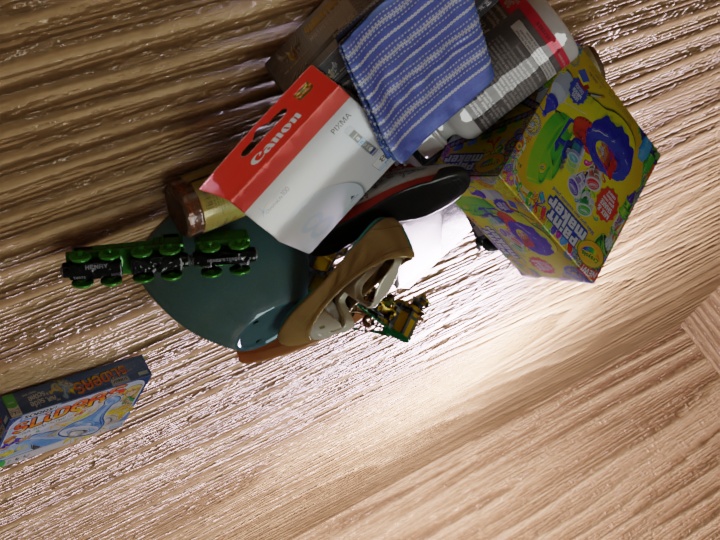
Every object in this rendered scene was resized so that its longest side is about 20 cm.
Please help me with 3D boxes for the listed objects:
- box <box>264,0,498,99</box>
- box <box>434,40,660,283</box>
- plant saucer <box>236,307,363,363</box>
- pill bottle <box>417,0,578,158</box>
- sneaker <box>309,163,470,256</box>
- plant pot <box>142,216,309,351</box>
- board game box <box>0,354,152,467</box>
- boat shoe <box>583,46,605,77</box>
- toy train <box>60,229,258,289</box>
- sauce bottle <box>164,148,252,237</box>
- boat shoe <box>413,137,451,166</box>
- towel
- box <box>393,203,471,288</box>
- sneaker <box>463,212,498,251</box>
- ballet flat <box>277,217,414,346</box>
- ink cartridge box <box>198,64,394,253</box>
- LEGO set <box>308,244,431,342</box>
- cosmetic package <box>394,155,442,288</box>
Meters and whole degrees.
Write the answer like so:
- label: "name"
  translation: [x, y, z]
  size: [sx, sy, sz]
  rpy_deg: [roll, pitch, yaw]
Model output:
- label: "box"
  translation: [0.025, -0.235, 1.038]
  size: [0.200, 0.049, 0.158]
  rpy_deg: [-43, 157, 22]
- label: "box"
  translation: [0.218, -0.123, 1.247]
  size: [0.200, 0.122, 0.194]
  rpy_deg: [42, 70, -31]
- label: "plant saucer"
  translation: [-0.081, 0.072, 1.475]
  size: [0.198, 0.038, 0.200]
  rpy_deg: [-21, -172, 3]
- label: "pill bottle"
  translation: [0.125, -0.213, 1.151]
  size: [0.199, 0.111, 0.111]
  rpy_deg: [-38, 159, 10]
- label: "sneaker"
  translation: [0.016, -0.102, 1.184]
  size: [0.200, 0.109, 0.067]
  rpy_deg: [-23, 148, 13]
- label: "plant pot"
  translation: [-0.135, 0.011, 1.217]
  size: [0.199, 0.135, 0.200]
  rpy_deg: [-30, 160, -12]
- label: "board game box"
  translation: [-0.378, 0.181, 1.368]
  size: [0.199, 0.035, 0.136]
  rpy_deg: [-16, 153, -41]
- label: "boat shoe"
  translation: [0.273, -0.223, 1.432]
  size: [0.075, 0.072, 0.200]
  rpy_deg: [-15, 155, -6]
- label: "toy train"
  translation: [-0.205, -0.015, 1.094]
  size: [0.198, 0.056, 0.042]
  rpy_deg: [-5, 117, -11]
- label: "sauce bottle"
  translation: [-0.105, -0.097, 1.121]
  size: [0.199, 0.066, 0.066]
  rpy_deg: [-23, 157, -24]
- label: "boat shoe"
  translation: [0.136, -0.155, 1.356]
  size: [0.199, 0.068, 0.072]
  rpy_deg: [-21, 157, -39]
- label: "towel"
  translation: [0.059, -0.197, 1.006]
  size: [0.145, 0.024, 0.200]
  rpy_deg: [-40, 149, -5]
- label: "box"
  translation: [0.090, -0.056, 1.536]
  size: [0.200, 0.051, 0.157]
  rpy_deg: [-44, 158, 21]
- label: "sneaker"
  translation: [0.236, -0.071, 1.377]
  size: [0.198, 0.141, 0.078]
  rpy_deg: [-19, 135, 11]
- label: "ballet flat"
  translation: [-0.017, 0.029, 1.164]
  size: [0.200, 0.063, 0.068]
  rpy_deg: [-49, 154, 22]
- label: "ink cartridge box"
  translation: [-0.049, -0.103, 1.055]
  size: [0.160, 0.047, 0.200]
  rpy_deg: [-46, 160, 9]
- label: "LEGO set"
  translation: [0.000, 0.000, 1.308]
  size: [0.199, 0.153, 0.117]
  rpy_deg: [1, -120, 59]
- label: "cosmetic package"
  translation: [0.040, -0.072, 1.331]
  size: [0.081, 0.113, 0.200]
  rpy_deg: [-36, 162, -12]
